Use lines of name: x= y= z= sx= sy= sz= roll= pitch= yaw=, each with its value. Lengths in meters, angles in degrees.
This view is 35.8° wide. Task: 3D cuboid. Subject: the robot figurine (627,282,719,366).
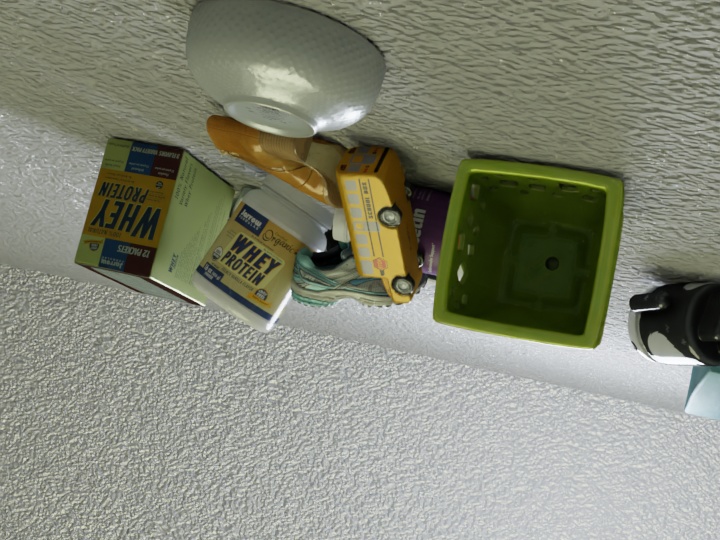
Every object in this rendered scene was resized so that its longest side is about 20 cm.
robot figurine: x=0.488 y=0.083 z=1.663 sx=0.124 sy=0.152 sz=0.199 roll=-26 pitch=-171 yaw=-26

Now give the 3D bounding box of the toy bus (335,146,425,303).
toy bus: x=0.028 y=-0.055 z=1.408 sx=0.077 sy=0.065 sz=0.202 roll=2 pitch=129 yaw=19

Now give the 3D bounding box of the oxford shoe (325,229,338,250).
oxford shoe: x=0.004 y=-0.022 z=1.729 sx=0.084 sy=0.073 sz=0.200 roll=47 pitch=-177 yaw=-42

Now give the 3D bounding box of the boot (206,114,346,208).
boot: x=-0.099 y=-0.146 z=1.424 sx=0.143 sy=0.071 sz=0.201 roll=16 pitch=169 yaw=28

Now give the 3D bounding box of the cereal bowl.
cereal bowl: x=-0.079 y=-0.185 z=1.091 sx=0.198 sy=0.084 sz=0.200 roll=15 pitch=171 yaw=2

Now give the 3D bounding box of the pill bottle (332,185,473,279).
pill bottle: x=0.067 y=-0.058 z=1.511 sx=0.198 sy=0.114 sz=0.112 roll=12 pitch=170 yaw=9

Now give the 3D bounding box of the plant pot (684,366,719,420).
plant pot: x=0.645 y=0.168 z=1.915 sx=0.140 sy=0.143 sz=0.200 roll=11 pitch=163 yaw=16

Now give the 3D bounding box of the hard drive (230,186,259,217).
hard drive: x=-0.145 y=-0.095 z=1.872 sx=0.130 sy=0.027 sz=0.200 roll=16 pitch=170 yaw=-9

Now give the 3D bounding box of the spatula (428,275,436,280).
spatula: x=0.151 y=0.009 z=1.572 sx=0.056 sy=0.021 sz=0.199 roll=22 pitch=167 yaw=-42

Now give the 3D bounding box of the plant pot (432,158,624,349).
plant pot: x=0.215 y=-0.012 z=1.346 sx=0.198 sy=0.201 sz=0.181 roll=10 pitch=176 yaw=20

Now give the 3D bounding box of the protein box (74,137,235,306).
protein box: x=-0.314 y=-0.071 z=1.729 sx=0.133 sy=0.201 sz=0.200 roll=10 pitch=170 yaw=19

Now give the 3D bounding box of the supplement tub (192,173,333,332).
supplement tub: x=-0.139 y=-0.028 z=1.637 sx=0.144 sy=0.201 sz=0.144 roll=33 pitch=179 yaw=1

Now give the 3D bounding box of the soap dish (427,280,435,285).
soap dish: x=0.134 y=-0.030 z=1.674 sx=0.156 sy=0.082 sz=0.200 roll=11 pitch=170 yaw=20

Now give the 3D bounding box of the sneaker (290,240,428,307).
sneaker: x=0.000 y=0.000 z=1.571 sx=0.198 sy=0.087 sz=0.078 roll=-5 pitch=-148 yaw=-8
